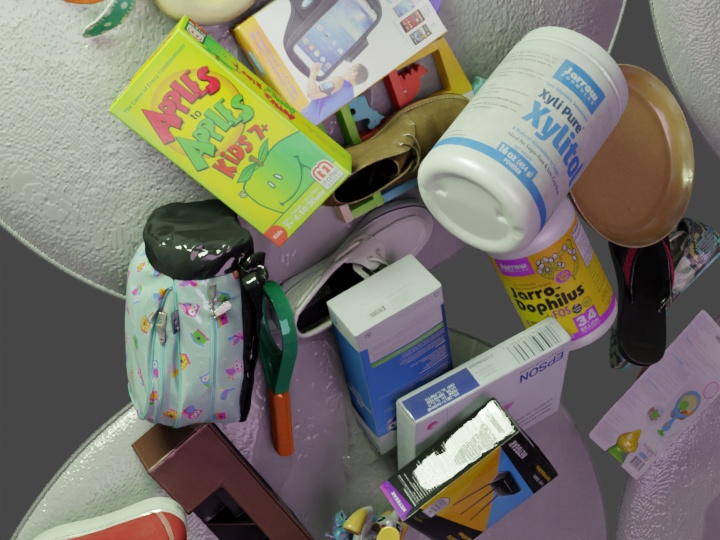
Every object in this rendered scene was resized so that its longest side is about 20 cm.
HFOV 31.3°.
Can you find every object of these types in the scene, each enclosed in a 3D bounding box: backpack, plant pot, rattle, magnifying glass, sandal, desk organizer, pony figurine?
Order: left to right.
[{"bbox_3d":[-0.149,-0.254,1.107,0.200,0.143,0.130,-21,133,-26],"label":"rattle"},{"bbox_3d":[-0.156,0.047,1.198,0.126,0.167,0.200,0,110,-10],"label":"backpack"},{"bbox_3d":[-0.137,0.227,1.301,0.077,0.072,0.200,-40,119,-8],"label":"desk organizer"},{"bbox_3d":[-0.083,0.101,1.293,0.022,0.080,0.200,-15,122,-24],"label":"magnifying glass"},{"bbox_3d":[-0.001,0.330,1.341,0.166,0.200,0.193,23,89,11],"label":"pony figurine"},{"bbox_3d":[0.286,-0.123,1.400,0.200,0.027,0.200,3,84,-34],"label":"plant pot"},{"bbox_3d":[0.318,0.006,1.421,0.075,0.045,0.200,8,66,-13],"label":"sandal"}]

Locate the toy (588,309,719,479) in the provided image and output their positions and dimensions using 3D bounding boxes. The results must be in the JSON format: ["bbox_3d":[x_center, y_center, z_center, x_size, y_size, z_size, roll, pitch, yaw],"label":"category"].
[{"bbox_3d":[0.361,0.144,1.541,0.200,0.047,0.115,-49,124,-1],"label":"toy"}]

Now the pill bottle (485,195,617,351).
[{"bbox_3d":[0.194,-0.016,1.372,0.104,0.104,0.200,-37,118,-12],"label":"pill bottle"}]

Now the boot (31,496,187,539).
[{"bbox_3d":[-0.256,0.303,1.197,0.200,0.144,0.072,-23,122,8],"label":"boot"}]

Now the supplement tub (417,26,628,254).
[{"bbox_3d":[0.158,-0.126,1.245,0.200,0.132,0.132,-52,122,-24],"label":"supplement tub"}]

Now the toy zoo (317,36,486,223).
[{"bbox_3d":[0.044,-0.150,1.301,0.200,0.020,0.131,-30,117,-16],"label":"toy zoo"}]

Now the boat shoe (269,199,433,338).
[{"bbox_3d":[0.000,0.000,1.300,0.200,0.066,0.072,-32,117,-15],"label":"boat shoe"}]

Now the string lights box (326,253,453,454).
[{"bbox_3d":[0.037,0.090,1.311,0.103,0.059,0.200,-29,139,-16],"label":"string lights box"}]

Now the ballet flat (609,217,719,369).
[{"bbox_3d":[0.336,0.021,1.488,0.200,0.074,0.074,-50,121,-7],"label":"ballet flat"}]

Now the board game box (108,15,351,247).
[{"bbox_3d":[-0.115,-0.123,1.163,0.200,0.048,0.102,39,111,-17],"label":"board game box"}]

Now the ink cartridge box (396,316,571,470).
[{"bbox_3d":[0.130,0.160,1.378,0.196,0.043,0.200,-27,145,-18],"label":"ink cartridge box"}]

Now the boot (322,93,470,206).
[{"bbox_3d":[0.043,-0.113,1.258,0.200,0.075,0.074,-29,112,-20],"label":"boot"}]

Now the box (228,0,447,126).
[{"bbox_3d":[-0.011,-0.235,1.225,0.200,0.041,0.119,-37,107,-10],"label":"box"}]

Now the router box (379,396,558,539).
[{"bbox_3d":[0.120,0.221,1.357,0.149,0.051,0.200,-38,151,3],"label":"router box"}]
